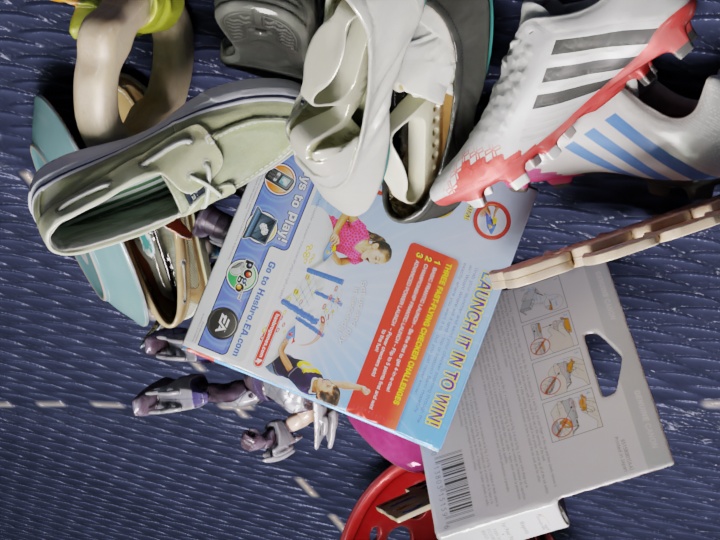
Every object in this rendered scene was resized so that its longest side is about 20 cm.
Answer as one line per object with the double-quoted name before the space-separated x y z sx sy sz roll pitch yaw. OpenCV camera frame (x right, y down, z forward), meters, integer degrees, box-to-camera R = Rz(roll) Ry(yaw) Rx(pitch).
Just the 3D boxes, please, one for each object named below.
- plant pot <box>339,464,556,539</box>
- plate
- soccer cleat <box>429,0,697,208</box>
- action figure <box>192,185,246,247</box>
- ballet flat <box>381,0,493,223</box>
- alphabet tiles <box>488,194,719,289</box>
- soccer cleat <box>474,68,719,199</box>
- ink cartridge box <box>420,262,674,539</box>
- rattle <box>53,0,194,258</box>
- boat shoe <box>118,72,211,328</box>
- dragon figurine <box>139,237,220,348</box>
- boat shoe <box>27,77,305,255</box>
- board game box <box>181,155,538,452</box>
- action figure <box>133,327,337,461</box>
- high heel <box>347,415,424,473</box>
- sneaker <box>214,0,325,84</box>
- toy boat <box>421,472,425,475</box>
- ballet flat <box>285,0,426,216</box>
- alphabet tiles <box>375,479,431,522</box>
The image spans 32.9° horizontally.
"plant pot" 0.102 0.311 1.266 0.199 0.202 0.182 -14 143 38
"plate" -0.222 -0.042 0.967 0.201 0.025 0.201 53 160 29
"soccer cleat" 0.110 -0.116 0.736 0.200 0.069 0.085 -38 94 24
"action figure" -0.025 -0.015 0.939 0.199 0.131 0.069 27 164 8
"ballet flat" 0.043 -0.111 0.770 0.068 0.068 0.201 30 135 34
"alphabet tiles" 0.183 -0.025 0.790 0.199 0.015 0.196 -19 179 -3
"soccer cleat" 0.152 -0.099 0.798 0.199 0.070 0.087 5 117 28
"ink cartridge box" 0.127 0.097 0.910 0.172 0.201 0.044 -18 137 10
"rattle" -0.191 -0.115 0.862 0.142 0.131 0.201 6 135 4
"boat shoe" -0.165 -0.051 0.937 0.071 0.076 0.201 -15 109 14
"dragon figurine" -0.179 -0.013 1.067 0.099 0.059 0.200 30 140 -12
"boat shoe" -0.117 -0.061 0.792 0.199 0.062 0.072 -23 137 -2
"board game box" 0.000 0.000 0.874 0.195 0.201 0.056 22 174 -2
"action figure" -0.092 0.090 1.009 0.199 0.131 0.069 0 179 31
"high heel" 0.009 0.067 1.001 0.067 0.201 0.096 -19 152 -9
"sneaker" -0.048 -0.183 0.772 0.076 0.115 0.199 12 173 2
"toy boat" 0.080 0.121 1.064 0.199 0.131 0.131 -8 138 34
"ballet flat" -0.014 -0.103 0.729 0.069 0.070 0.201 18 137 1
"alphabet tiles" 0.097 0.170 1.012 0.165 0.006 0.200 -22 176 -8
